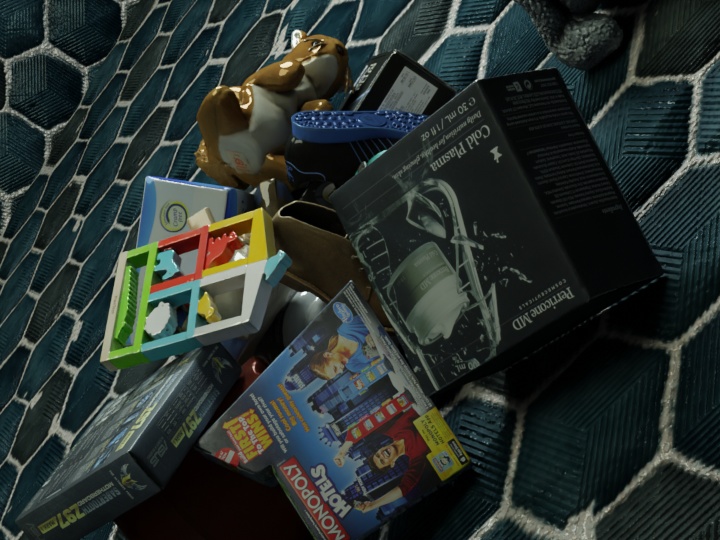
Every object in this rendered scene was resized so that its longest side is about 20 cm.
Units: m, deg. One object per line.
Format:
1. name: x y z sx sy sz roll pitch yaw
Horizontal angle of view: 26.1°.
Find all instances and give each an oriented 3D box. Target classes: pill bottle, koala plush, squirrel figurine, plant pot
1. pill bottle: -0.048 0.066 1.611 0.200 0.113 0.114 -10 51 61
2. koala plush: 0.244 -0.329 1.485 0.199 0.184 0.178 -20 42 37
3. squirrel figurine: -0.094 -0.182 1.748 0.187 0.141 0.200 -56 10 -29
4. plant pot: -0.112 0.202 1.490 0.195 0.201 0.201 -49 23 0

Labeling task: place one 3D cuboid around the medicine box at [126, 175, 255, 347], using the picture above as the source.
1. medicine box: -0.174 0.000 1.720 0.200 0.102 0.184 9 -92 -79

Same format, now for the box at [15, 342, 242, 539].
1. box: -0.206 0.157 1.410 0.157 0.051 0.200 -33 14 30

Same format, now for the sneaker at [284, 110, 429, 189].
1. sneaker: 0.015 -0.123 1.646 0.070 0.198 0.078 -117 33 -58

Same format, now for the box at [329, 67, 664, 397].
1. box: 0.110 -0.031 1.292 0.124 0.198 0.200 -17 -15 -48

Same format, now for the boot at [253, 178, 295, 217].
1. boot: -0.073 -0.031 1.713 0.200 0.074 0.098 59 -158 -75

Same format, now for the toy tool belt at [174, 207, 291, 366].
1. toy tool belt: -0.159 0.046 1.561 0.201 0.123 0.125 -58 -8 22

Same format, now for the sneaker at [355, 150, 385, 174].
1. sneaker: 0.036 -0.081 1.558 0.200 0.083 0.121 107 173 -56

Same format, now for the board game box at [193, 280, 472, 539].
1. board game box: -0.034 0.148 1.371 0.199 0.062 0.201 -33 68 -2

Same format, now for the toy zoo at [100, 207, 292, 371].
1. toy zoo: -0.151 0.015 1.459 0.199 0.020 0.132 -17 49 24

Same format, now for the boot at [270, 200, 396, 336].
1. boot: 0.000 0.000 1.488 0.074 0.199 0.076 -69 4 -48

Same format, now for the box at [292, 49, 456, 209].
1. box: 0.008 -0.141 1.755 0.201 0.086 0.164 -58 10 0
